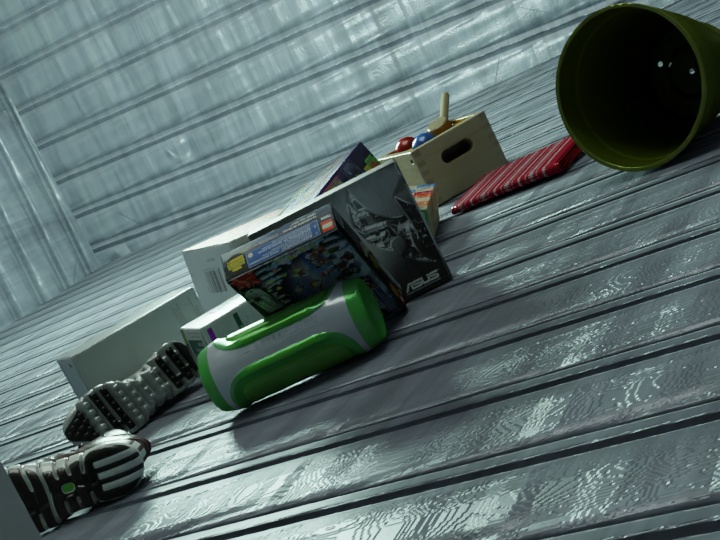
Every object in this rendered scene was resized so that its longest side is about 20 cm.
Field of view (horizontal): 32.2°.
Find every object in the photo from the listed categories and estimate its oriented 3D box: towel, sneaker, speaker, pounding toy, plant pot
[{"bbox_3d":[0.242,-0.145,1.872,0.199,0.023,0.145,-22,13,37],"label":"towel"},{"bbox_3d":[-0.295,0.168,1.588,0.200,0.075,0.081,-32,-3,-37],"label":"sneaker"},{"bbox_3d":[-0.075,0.082,1.361,0.199,0.089,0.088,-25,10,13],"label":"speaker"},{"bbox_3d":[0.139,-0.212,2.137,0.199,0.143,0.184,-31,11,-20],"label":"pounding toy"},{"bbox_3d":[0.380,-0.240,1.565,0.200,0.202,0.192,-18,1,43],"label":"plant pot"},{"bbox_3d":[-0.313,0.224,1.342,0.199,0.076,0.116,-15,6,9],"label":"sneaker"}]

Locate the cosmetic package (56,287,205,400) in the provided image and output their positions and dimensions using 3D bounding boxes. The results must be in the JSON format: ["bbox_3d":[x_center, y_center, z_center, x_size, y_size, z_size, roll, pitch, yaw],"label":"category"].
[{"bbox_3d":[-0.297,0.118,1.698,0.199,0.113,0.081,-30,9,-26],"label":"cosmetic package"}]

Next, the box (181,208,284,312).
[{"bbox_3d":[-0.150,-0.023,1.964,0.199,0.107,0.152,-27,10,-37],"label":"box"}]

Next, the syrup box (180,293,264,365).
[{"bbox_3d":[-0.124,0.061,1.610,0.199,0.082,0.079,-30,10,-25],"label":"syrup box"}]

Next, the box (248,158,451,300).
[{"bbox_3d":[-0.012,-0.020,1.502,0.199,0.159,0.048,-26,10,3],"label":"box"}]

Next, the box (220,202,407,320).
[{"bbox_3d":[-0.048,0.016,1.390,0.136,0.200,0.040,-25,55,13],"label":"box"}]

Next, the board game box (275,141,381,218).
[{"bbox_3d":[-0.072,-0.079,1.787,0.165,0.057,0.200,-36,13,43],"label":"board game box"}]

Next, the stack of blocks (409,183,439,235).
[{"bbox_3d":[0.051,-0.075,1.815,0.114,0.059,0.200,-6,13,9],"label":"stack of blocks"}]

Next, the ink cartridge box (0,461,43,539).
[{"bbox_3d":[-0.412,0.256,1.187,0.199,0.147,0.084,-21,10,29],"label":"ink cartridge box"}]
